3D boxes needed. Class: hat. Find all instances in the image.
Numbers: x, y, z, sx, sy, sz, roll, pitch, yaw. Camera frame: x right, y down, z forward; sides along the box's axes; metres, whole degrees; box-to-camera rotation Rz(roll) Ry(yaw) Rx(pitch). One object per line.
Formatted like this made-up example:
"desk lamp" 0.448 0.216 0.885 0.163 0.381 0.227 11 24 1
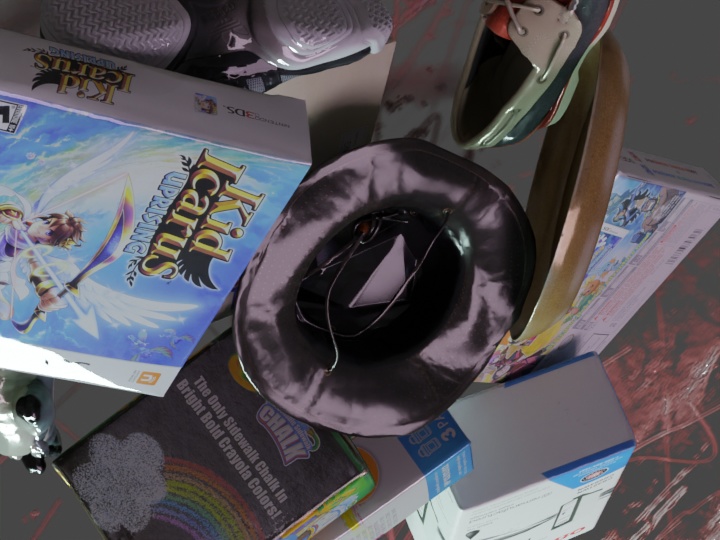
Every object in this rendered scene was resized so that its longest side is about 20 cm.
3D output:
"hat" 0.000 0.000 1.240 0.199 0.081 0.202 -14 121 -25

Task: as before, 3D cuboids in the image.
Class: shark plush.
"shark plush" -0.182 0.067 1.205 0.084 0.090 0.201 -61 155 -24

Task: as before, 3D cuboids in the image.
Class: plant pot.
"plant pot" 0.130 -0.052 1.292 0.027 0.201 0.201 13 137 -3

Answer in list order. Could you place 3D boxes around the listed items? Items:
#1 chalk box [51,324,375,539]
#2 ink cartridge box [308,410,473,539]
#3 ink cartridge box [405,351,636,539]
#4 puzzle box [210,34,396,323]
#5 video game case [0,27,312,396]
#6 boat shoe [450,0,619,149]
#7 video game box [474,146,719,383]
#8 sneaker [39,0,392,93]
"chalk box" -0.069 0.113 1.310 0.199 0.125 0.124 -36 170 -5
"ink cartridge box" -0.037 0.137 1.410 0.199 0.115 0.068 -35 161 -8
"ink cartridge box" 0.116 0.155 1.603 0.145 0.085 0.200 -20 157 -11
"puzzle box" -0.057 -0.050 1.222 0.132 0.025 0.201 -22 147 -30
"video game case" -0.144 -0.023 1.033 0.180 0.046 0.200 11 138 -24
"boat shoe" 0.099 -0.145 1.229 0.062 0.071 0.201 -21 151 -25
"video game box" 0.155 0.000 1.522 0.200 0.047 0.182 -51 153 20
"sneaker" -0.082 -0.099 1.076 0.199 0.076 0.114 -8 140 -35
